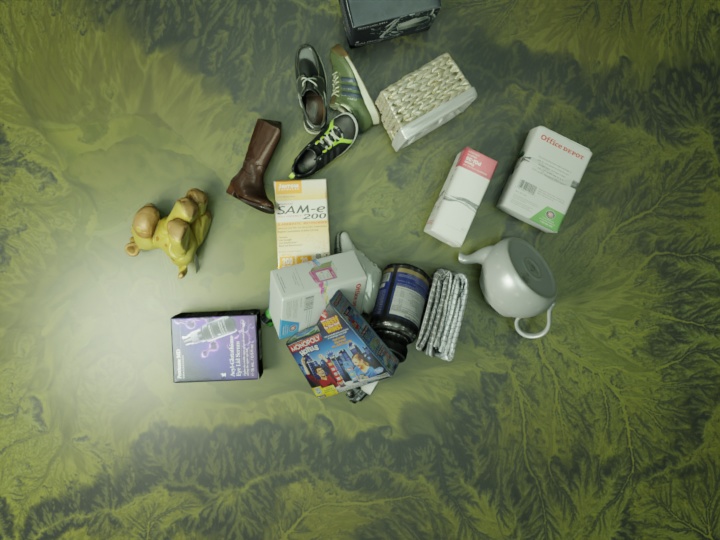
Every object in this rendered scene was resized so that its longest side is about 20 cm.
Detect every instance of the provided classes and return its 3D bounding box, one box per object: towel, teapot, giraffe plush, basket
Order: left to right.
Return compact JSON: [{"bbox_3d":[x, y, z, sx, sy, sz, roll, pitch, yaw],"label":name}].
[{"bbox_3d":[-0.440,-0.092,1.690,0.159,0.173,0.203,16,126,7],"label":"giraffe plush"},{"bbox_3d":[0.140,-0.378,1.687,0.198,0.136,0.125,-32,91,-8],"label":"basket"},{"bbox_3d":[0.179,0.096,1.703,0.084,0.166,0.204,14,90,-1],"label":"towel"},{"bbox_3d":[0.344,0.036,1.719,0.195,0.203,0.146,17,135,-36],"label":"teapot"}]

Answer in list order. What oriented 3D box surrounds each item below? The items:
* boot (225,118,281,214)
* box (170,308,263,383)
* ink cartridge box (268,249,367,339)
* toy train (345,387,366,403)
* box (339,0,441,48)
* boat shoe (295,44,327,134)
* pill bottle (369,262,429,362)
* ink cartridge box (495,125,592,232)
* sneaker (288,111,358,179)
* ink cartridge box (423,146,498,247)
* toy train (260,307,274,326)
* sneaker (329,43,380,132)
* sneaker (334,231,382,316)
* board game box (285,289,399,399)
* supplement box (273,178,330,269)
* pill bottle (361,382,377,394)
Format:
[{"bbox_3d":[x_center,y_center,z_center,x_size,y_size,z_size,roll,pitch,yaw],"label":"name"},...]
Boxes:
[{"bbox_3d":[-0.211,-0.240,1.678,0.064,0.185,0.203,26,91,-47],"label":"boot"},{"bbox_3d":[-0.325,0.171,1.713,0.196,0.104,0.151,-3,93,-3],"label":"box"},{"bbox_3d":[-0.093,0.052,1.631,0.196,0.146,0.085,-13,54,-20],"label":"ink cartridge box"},{"bbox_3d":[0.044,0.234,1.768,0.046,0.034,0.200,42,90,-7],"label":"toy train"},{"bbox_3d":[0.059,-0.588,1.651,0.196,0.197,0.126,-14,93,-1],"label":"box"},{"bbox_3d":[-0.110,-0.418,1.717,0.070,0.068,0.204,-7,91,-1],"label":"boat shoe"},{"bbox_3d":[0.082,0.095,1.675,0.110,0.112,0.203,18,67,-3],"label":"pill bottle"},{"bbox_3d":[0.423,-0.209,1.740,0.144,0.084,0.203,25,91,-4],"label":"ink cartridge box"},{"bbox_3d":[-0.082,-0.271,1.694,0.072,0.083,0.200,45,107,-5],"label":"sneaker"},{"bbox_3d":[0.224,-0.162,1.702,0.082,0.147,0.203,24,91,-2],"label":"ink cartridge box"},{"bbox_3d":[-0.158,0.060,1.704,0.200,0.056,0.042,-46,62,25],"label":"toy train"},{"bbox_3d":[-0.037,-0.406,1.718,0.089,0.067,0.203,-30,97,-6],"label":"sneaker"},{"bbox_3d":[0.000,0.000,1.746,0.086,0.074,0.203,-26,100,-13],"label":"sneaker"},{"bbox_3d":[-0.050,0.153,1.596,0.197,0.062,0.202,-21,106,28],"label":"board game box"},{"bbox_3d":[-0.133,-0.105,1.725,0.123,0.074,0.205,-4,92,-3],"label":"supplement box"},{"bbox_3d":[-0.040,0.193,1.709,0.198,0.112,0.113,31,91,7],"label":"pill bottle"}]
